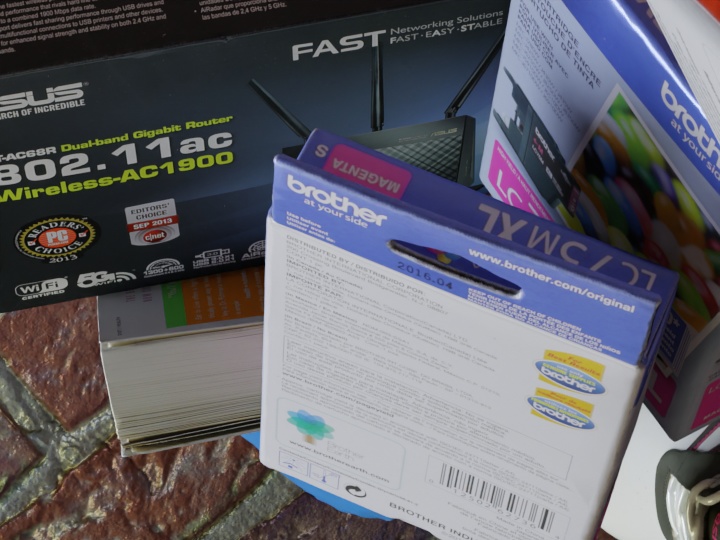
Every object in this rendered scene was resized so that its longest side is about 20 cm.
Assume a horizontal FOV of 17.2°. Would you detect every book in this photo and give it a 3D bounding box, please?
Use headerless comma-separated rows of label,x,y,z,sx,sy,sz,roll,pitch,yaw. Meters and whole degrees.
book,0.000,0.000,0.905,0.134,0.199,0.048,-105,6,-62

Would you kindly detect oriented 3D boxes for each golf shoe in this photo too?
golf shoe,0.136,0.077,0.841,0.199,0.088,0.078,-3,98,52

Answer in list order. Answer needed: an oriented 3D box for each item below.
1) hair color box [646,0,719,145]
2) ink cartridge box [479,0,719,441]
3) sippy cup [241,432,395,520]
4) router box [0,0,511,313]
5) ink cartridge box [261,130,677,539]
hair color box,0.137,-0.005,0.470,0.200,0.061,0.102,55,-179,41
ink cartridge box,0.089,-0.041,0.709,0.120,0.042,0.200,55,160,22
sippy cup,0.012,0.032,1.032,0.177,0.131,0.140,25,155,28
router box,-0.043,-0.062,0.819,0.150,0.199,0.062,89,168,-60
ink cartridge box,0.030,0.026,0.742,0.119,0.042,0.200,22,153,10
